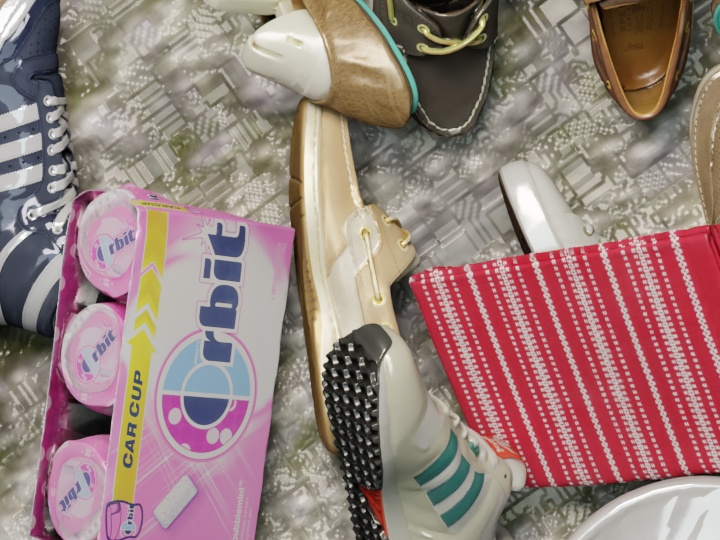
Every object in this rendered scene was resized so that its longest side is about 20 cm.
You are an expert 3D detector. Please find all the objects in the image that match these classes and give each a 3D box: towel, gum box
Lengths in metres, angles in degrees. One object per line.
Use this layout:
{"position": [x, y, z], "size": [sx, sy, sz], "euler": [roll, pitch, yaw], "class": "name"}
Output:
{"position": [0.133, 0.049, 1.357], "size": [0.199, 0.022, 0.145], "euler": [-9, 113, 37], "class": "towel"}
{"position": [-0.109, 0.056, 1.396], "size": [0.066, 0.113, 0.201], "euler": [7, 90, 46], "class": "gum box"}

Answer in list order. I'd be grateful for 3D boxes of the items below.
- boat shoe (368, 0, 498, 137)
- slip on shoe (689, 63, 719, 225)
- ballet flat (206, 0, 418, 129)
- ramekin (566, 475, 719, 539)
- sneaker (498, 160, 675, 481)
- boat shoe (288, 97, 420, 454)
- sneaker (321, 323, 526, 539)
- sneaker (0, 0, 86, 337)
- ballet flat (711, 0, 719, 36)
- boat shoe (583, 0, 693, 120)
{"position": [0.041, -0.155, 1.372], "size": [0.071, 0.061, 0.202], "euler": [-10, 123, -5], "class": "boat shoe"}
{"position": [0.229, -0.020, 1.398], "size": [0.076, 0.061, 0.201], "euler": [-7, 89, 5], "class": "slip on shoe"}
{"position": [-0.047, -0.151, 1.397], "size": [0.072, 0.068, 0.201], "euler": [-21, 69, -30], "class": "ballet flat"}
{"position": [0.189, 0.209, 1.382], "size": [0.201, 0.094, 0.204], "euler": [0, 93, 4], "class": "ramekin"}
{"position": [0.151, 0.014, 1.405], "size": [0.084, 0.073, 0.201], "euler": [-31, 98, 2], "class": "sneaker"}
{"position": [0.000, 0.000, 1.420], "size": [0.069, 0.074, 0.201], "euler": [-6, 90, -7], "class": "boat shoe"}
{"position": [0.040, 0.097, 1.375], "size": [0.093, 0.070, 0.201], "euler": [-23, 130, -16], "class": "sneaker"}
{"position": [-0.178, -0.060, 1.430], "size": [0.108, 0.070, 0.201], "euler": [21, 99, 10], "class": "sneaker"}
{"position": [0.287, -0.119, 1.393], "size": [0.199, 0.068, 0.069], "euler": [29, 56, -6], "class": "ballet flat"}
{"position": [0.151, -0.170, 1.349], "size": [0.072, 0.068, 0.201], "euler": [-3, 130, 7], "class": "boat shoe"}
